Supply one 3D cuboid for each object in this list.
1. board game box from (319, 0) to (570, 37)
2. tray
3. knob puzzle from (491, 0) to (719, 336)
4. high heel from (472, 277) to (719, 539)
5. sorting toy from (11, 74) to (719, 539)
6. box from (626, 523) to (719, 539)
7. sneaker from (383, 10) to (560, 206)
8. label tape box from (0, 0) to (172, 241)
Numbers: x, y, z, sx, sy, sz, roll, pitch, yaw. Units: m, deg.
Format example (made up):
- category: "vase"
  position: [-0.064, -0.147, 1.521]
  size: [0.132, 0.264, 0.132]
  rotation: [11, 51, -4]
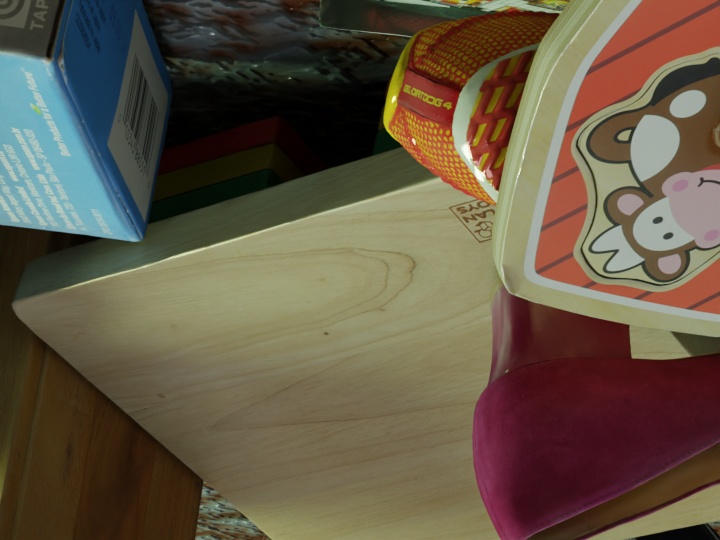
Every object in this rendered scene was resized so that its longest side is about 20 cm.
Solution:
- category: "board game box"
  position: [0.088, -0.084, 0.644]
  size: [0.199, 0.024, 0.105]
  rotation: [7, 160, 1]
- category: "tray"
  position: [-0.099, 0.082, 0.818]
  size: [0.037, 0.201, 0.099]
  rotation: [-10, 151, 35]
- category: "knob puzzle"
  position: [0.125, -0.037, 0.581]
  size: [0.219, 0.031, 0.220]
  rotation: [-11, 141, -9]
- category: "high heel"
  position: [0.131, 0.054, 0.694]
  size: [0.199, 0.096, 0.067]
  rotation: [12, 138, -11]
- category: "sorting toy"
  position: [0.023, 0.018, 0.807]
  size: [0.200, 0.070, 0.199]
  rotation: [-16, 136, 31]
- category: "box"
  position: [0.100, 0.167, 1.067]
  size: [0.117, 0.197, 0.200]
  rotation: [-36, 164, -11]
- category: "sneaker"
  position: [0.100, -0.039, 0.665]
  size: [0.200, 0.073, 0.077]
  rotation: [14, -169, -30]
- category: "label tape box"
  position: [-0.167, -0.070, 0.706]
  size: [0.199, 0.063, 0.144]
  rotation: [7, 161, 7]
